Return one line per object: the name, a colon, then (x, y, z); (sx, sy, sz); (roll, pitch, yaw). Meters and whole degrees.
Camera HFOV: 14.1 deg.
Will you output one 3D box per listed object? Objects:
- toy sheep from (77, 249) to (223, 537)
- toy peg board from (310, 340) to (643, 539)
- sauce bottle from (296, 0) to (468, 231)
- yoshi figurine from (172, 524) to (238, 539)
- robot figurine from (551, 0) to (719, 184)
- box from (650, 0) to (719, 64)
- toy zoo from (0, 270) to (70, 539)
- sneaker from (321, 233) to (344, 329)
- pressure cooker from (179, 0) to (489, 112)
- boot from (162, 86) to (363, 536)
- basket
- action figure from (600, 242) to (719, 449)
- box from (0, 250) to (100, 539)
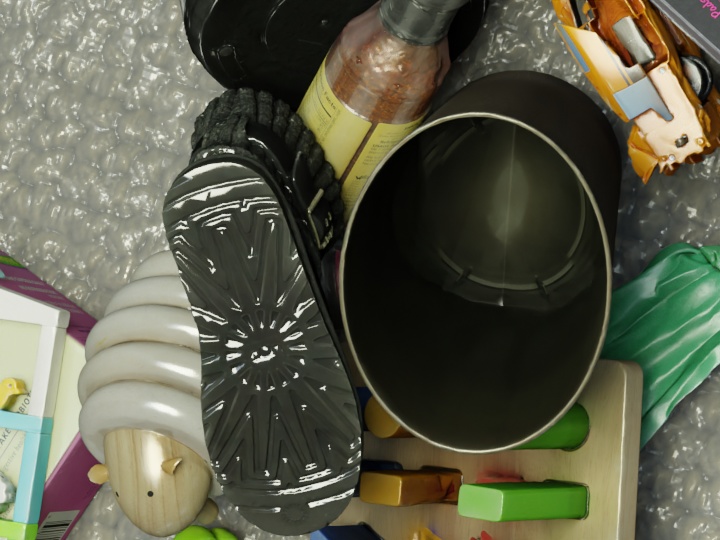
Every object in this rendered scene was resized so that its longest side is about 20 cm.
toy sheep: (-0.088, 0.056, 1.601); (0.138, 0.138, 0.200); (4, 56, 16)
toy peg board: (0.040, 0.143, 1.591); (0.199, 0.098, 0.200); (3, 90, 38)
sauce bottle: (0.010, -0.099, 1.559); (0.066, 0.066, 0.200); (49, 139, 13)
yoshi figurine: (-0.082, 0.247, 1.658); (0.112, 0.112, 0.200); (4, 85, 9)
robot figurine: (0.134, -0.146, 1.605); (0.058, 0.145, 0.200); (-33, 85, 16)
box: (0.211, -0.142, 1.400); (0.200, 0.132, 0.115); (42, 98, -8)
toy zoo: (-0.238, 0.082, 1.653); (0.131, 0.020, 0.200); (7, 88, 16)
sneaker: (0.000, 0.000, 1.673); (0.200, 0.077, 0.084); (25, 109, 20)
pressure cooker: (-0.023, -0.211, 1.622); (0.179, 0.176, 0.200); (-24, 56, 18)
boot: (-0.044, 0.017, 1.514); (0.079, 0.158, 0.211); (-9, 104, 5)
basket: (0.073, -0.024, 1.530); (0.136, 0.200, 0.180); (6, 110, 9)
action figure: (0.150, 0.050, 1.627); (0.200, 0.055, 0.118); (-42, 75, 14)
box: (-0.248, 0.078, 1.717); (0.200, 0.097, 0.176); (34, 96, 14)
